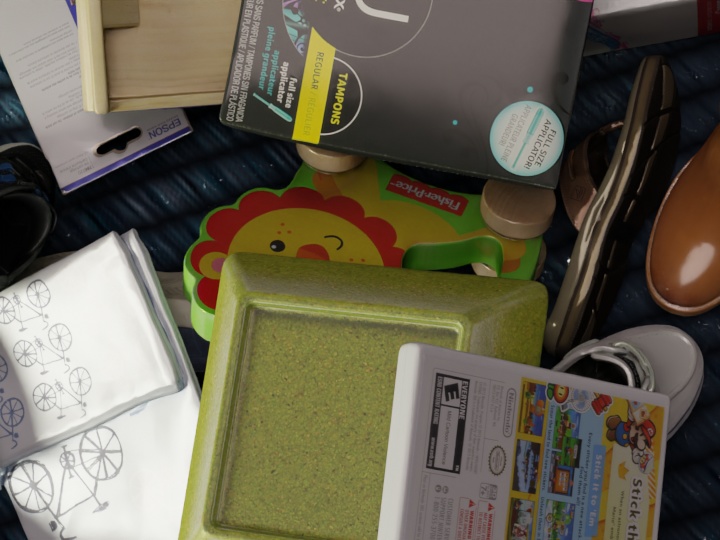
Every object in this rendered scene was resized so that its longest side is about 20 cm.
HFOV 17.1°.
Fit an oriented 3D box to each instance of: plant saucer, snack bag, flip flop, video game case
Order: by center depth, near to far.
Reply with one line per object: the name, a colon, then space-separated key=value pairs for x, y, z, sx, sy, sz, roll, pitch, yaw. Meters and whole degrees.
video game case: x=0.087 y=0.153 z=1.305 sx=0.181 sy=0.023 sz=0.201 roll=13 pitch=79 yaw=-33
plant saucer: x=-0.008 y=0.090 z=1.342 sx=0.199 sy=0.048 sz=0.201 roll=5 pitch=80 yaw=19
snack bag: x=-0.171 y=0.097 z=1.483 sx=0.188 sy=0.021 sz=0.201 roll=-24 pitch=87 yaw=34
flip flop: x=0.148 y=-0.043 z=1.494 sx=0.057 sy=0.081 sz=0.201 roll=20 pitch=89 yaw=25

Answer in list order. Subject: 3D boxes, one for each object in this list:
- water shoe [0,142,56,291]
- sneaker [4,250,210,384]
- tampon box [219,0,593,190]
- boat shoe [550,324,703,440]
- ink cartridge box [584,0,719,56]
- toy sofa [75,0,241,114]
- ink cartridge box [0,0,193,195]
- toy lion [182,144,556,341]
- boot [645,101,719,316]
water shoe: x=-0.217 y=-0.026 z=1.489 sx=0.079 sy=0.200 sz=0.072 roll=-19 pitch=112 yaw=24
sneaker: x=-0.144 y=0.042 z=1.524 sx=0.199 sy=0.075 sz=0.085 roll=8 pitch=117 yaw=25
tampon box: x=0.032 y=-0.138 z=1.409 sx=0.199 sy=0.126 sz=0.151 roll=10 pitch=94 yaw=2
boat shoe: x=0.148 y=0.077 z=1.415 sx=0.074 sy=0.067 sz=0.200 roll=46 pitch=48 yaw=13
ink cartridge box: x=0.149 y=-0.217 z=1.515 sx=0.199 sy=0.083 sz=0.146 roll=-10 pitch=79 yaw=6
toy sofa: x=-0.079 y=-0.147 z=1.523 sx=0.199 sy=0.098 sz=0.083 roll=-5 pitch=97 yaw=-8
ink cartridge box: x=-0.187 y=-0.153 z=1.578 sx=0.099 sy=0.039 sz=0.201 roll=-24 pitch=75 yaw=3
toy lion: x=0.000 y=0.000 z=1.459 sx=0.199 sy=0.069 sz=0.192 roll=19 pitch=51 yaw=9
boot: x=0.230 y=-0.073 z=1.439 sx=0.073 sy=0.155 sz=0.201 roll=29 pitch=85 yaw=12
